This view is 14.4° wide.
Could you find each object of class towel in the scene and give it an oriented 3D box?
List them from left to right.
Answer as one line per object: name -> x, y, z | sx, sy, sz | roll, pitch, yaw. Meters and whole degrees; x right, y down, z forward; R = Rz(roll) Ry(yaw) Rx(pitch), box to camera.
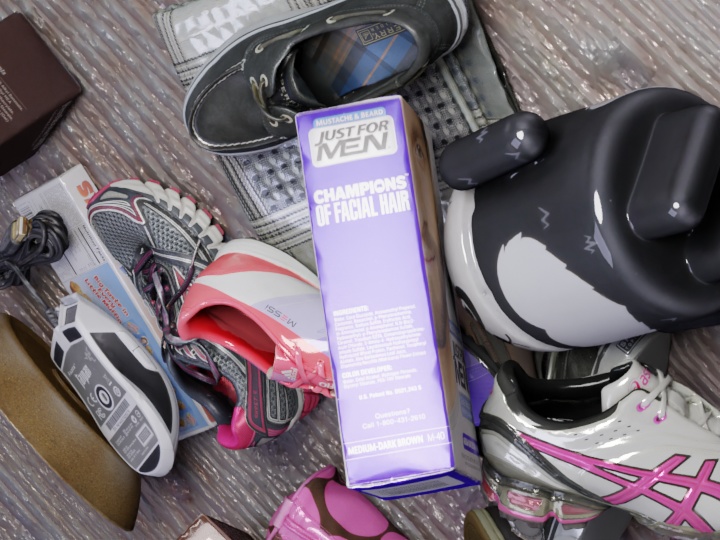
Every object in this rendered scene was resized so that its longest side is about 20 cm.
towel -> -0.004, -0.089, 1.613 | 0.199, 0.035, 0.193 | -17, 106, 32

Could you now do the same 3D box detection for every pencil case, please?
pencil case -> 0.020, 0.216, 1.842 | 0.200, 0.094, 0.091 | 41, 108, 14

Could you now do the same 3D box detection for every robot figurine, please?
robot figurine -> 0.130, -0.023, 1.488 | 0.200, 0.124, 0.151 | -17, 97, 53

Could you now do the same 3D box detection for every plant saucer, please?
plant saucer -> -0.213, 0.096, 1.989 | 0.200, 0.035, 0.200 | 50, -179, -1

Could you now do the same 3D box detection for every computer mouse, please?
computer mouse -> -0.179, 0.051, 1.933 | 0.200, 0.044, 0.110 | 53, 145, 8

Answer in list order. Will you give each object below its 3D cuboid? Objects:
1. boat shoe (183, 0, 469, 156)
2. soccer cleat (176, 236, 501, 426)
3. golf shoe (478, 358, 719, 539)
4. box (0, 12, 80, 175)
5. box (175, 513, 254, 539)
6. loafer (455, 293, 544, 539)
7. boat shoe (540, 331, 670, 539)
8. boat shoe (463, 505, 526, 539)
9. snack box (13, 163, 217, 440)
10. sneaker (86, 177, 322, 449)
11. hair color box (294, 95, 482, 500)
boat shoe -> -0.029, -0.109, 1.564 | 0.199, 0.057, 0.069 | -25, 105, 36
soccer cleat -> -0.011, 0.049, 1.633 | 0.199, 0.073, 0.068 | 25, 136, 17
golf shoe -> 0.162, 0.095, 1.540 | 0.199, 0.073, 0.093 | 3, 123, 6
box -> -0.286, -0.076, 1.843 | 0.075, 0.200, 0.100 | 49, 145, 2
box -> -0.080, 0.225, 1.897 | 0.100, 0.075, 0.200 | 43, 179, 11
loafer -> 0.079, 0.083, 1.688 | 0.072, 0.063, 0.201 | 16, 130, 40
boat shoe -> 0.129, 0.097, 1.644 | 0.064, 0.071, 0.201 | 31, 131, 27
boat shoe -> 0.131, 0.224, 1.747 | 0.201, 0.065, 0.073 | 58, 160, 26
snack box -> -0.163, 0.025, 1.950 | 0.072, 0.024, 0.201 | -22, 101, 53
sneaker -> -0.109, 0.024, 1.846 | 0.200, 0.075, 0.081 | 49, 144, 8
hair color box -> 0.017, 0.017, 1.520 | 0.109, 0.064, 0.201 | 37, -137, -77
